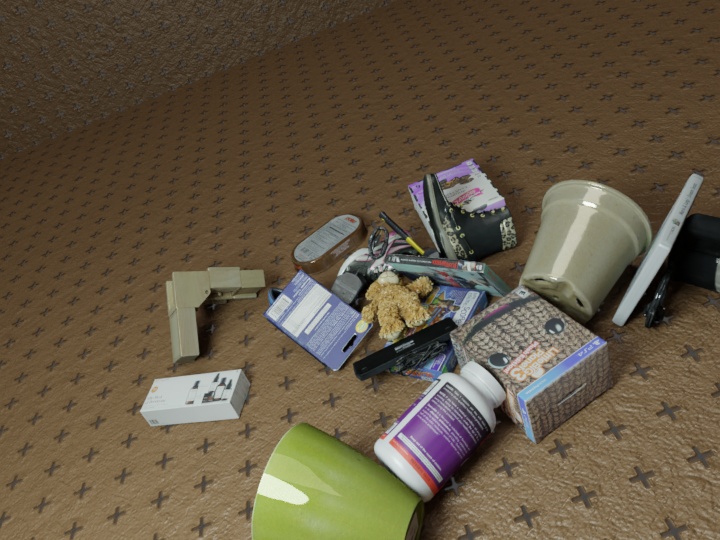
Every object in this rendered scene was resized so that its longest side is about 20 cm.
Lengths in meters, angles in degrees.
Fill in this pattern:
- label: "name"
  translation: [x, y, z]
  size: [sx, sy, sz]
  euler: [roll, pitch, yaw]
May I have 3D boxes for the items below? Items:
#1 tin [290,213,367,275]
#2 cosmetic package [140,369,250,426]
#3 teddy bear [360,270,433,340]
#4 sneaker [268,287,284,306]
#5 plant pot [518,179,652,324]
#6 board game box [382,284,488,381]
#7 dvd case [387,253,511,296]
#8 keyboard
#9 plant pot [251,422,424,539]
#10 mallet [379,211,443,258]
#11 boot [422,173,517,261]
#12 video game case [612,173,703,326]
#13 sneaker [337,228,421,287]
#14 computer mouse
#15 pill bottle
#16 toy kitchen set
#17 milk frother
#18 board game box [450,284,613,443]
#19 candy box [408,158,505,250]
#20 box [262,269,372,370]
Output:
- label: "tin"
  translation: [-0.073, -0.064, 1.579]
  size: [0.199, 0.042, 0.111]
  euler: [-38, 42, -20]
- label: "cosmetic package"
  translation: [-0.317, 0.244, 1.304]
  size: [0.197, 0.051, 0.083]
  euler: [-9, 37, 18]
- label: "teddy bear"
  translation: [0.065, 0.057, 1.261]
  size: [0.143, 0.067, 0.201]
  euler: [-24, 27, 20]
- label: "sneaker"
  translation: [-0.117, 0.083, 1.379]
  size: [0.198, 0.079, 0.066]
  euler: [17, 49, 40]
- label: "plant pot"
  translation: [0.370, -0.018, 1.165]
  size: [0.198, 0.201, 0.185]
  euler: [14, 60, 40]
- label: "board game box"
  translation: [0.134, 0.109, 1.241]
  size: [0.134, 0.035, 0.201]
  euler: [7, 46, 35]
- label: "dvd case"
  translation: [0.166, 0.009, 1.269]
  size: [0.197, 0.146, 0.022]
  euler: [5, 74, 33]
- label: "keyboard"
  translation: [0.085, 0.149, 1.174]
  size: [0.198, 0.040, 0.104]
  euler: [-26, 14, 0]
- label: "plant pot"
  translation: [-0.018, 0.331, 0.940]
  size: [0.197, 0.189, 0.188]
  euler: [12, 46, 21]
- label: "mallet"
  translation: [0.099, -0.063, 1.378]
  size: [0.041, 0.066, 0.200]
  euler: [-43, 63, -2]
- label: "boot"
  translation: [0.217, -0.113, 1.364]
  size: [0.151, 0.207, 0.073]
  euler: [-19, 4, -2]
- label: "video game case"
  translation: [0.480, -0.030, 1.100]
  size: [0.023, 0.201, 0.182]
  euler: [29, 55, 18]
- label: "sneaker"
  translation: [0.042, -0.008, 1.412]
  size: [0.199, 0.081, 0.086]
  euler: [-37, 48, -10]
- label: "computer mouse"
  translation: [0.000, 0.000, 1.374]
  size: [0.058, 0.034, 0.201]
  euler: [31, 82, 18]
- label: "pill bottle"
  translation: [0.122, 0.233, 1.004]
  size: [0.200, 0.113, 0.112]
  euler: [-43, 39, -13]
- label: "toy kitchen set"
  translation: [-0.320, 0.105, 1.485]
  size: [0.197, 0.184, 0.163]
  euler: [-2, -16, -28]
- label: "milk frother"
  translation: [0.565, 0.025, 1.054]
  size: [0.187, 0.179, 0.203]
  euler: [25, 100, 47]
- label: "board game box"
  translation: [0.266, 0.140, 1.076]
  size: [0.158, 0.098, 0.200]
  euler: [-32, 36, -12]
- label: "candy box"
  translation: [0.213, -0.146, 1.496]
  size: [0.165, 0.072, 0.201]
  euler: [-22, 35, 1]
- label: "box"
  translation: [-0.081, 0.099, 1.317]
  size: [0.199, 0.033, 0.122]
  euler: [34, 76, 26]
